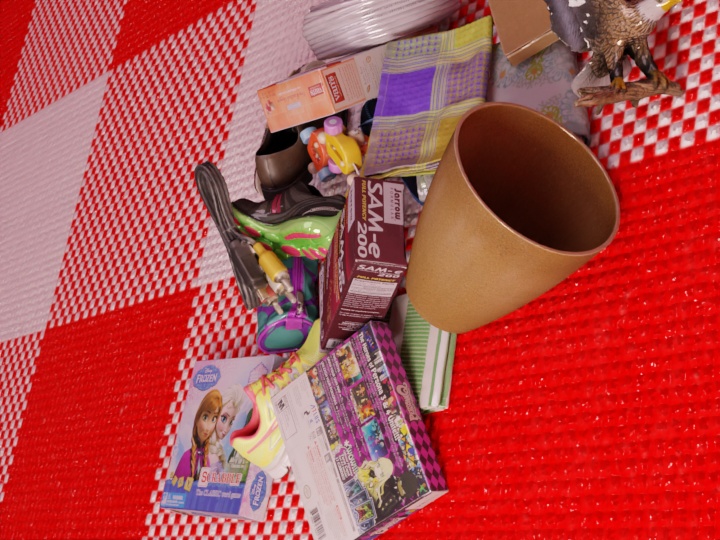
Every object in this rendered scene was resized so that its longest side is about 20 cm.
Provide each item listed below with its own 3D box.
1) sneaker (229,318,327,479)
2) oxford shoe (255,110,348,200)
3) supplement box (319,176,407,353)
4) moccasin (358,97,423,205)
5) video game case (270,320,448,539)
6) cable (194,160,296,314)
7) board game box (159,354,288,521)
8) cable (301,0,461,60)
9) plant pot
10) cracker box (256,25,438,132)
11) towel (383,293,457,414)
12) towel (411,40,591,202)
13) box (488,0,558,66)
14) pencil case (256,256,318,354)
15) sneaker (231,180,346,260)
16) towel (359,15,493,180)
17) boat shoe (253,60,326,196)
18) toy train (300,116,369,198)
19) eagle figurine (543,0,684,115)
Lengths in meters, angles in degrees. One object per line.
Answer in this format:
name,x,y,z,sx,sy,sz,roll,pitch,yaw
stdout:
sneaker,-0.090,0.142,1.623,0.202,0.089,0.078,-65,12,1
oxford shoe,-0.073,-0.179,1.764,0.072,0.085,0.201,0,38,28
supplement box,0.000,0.000,1.511,0.201,0.060,0.110,113,160,-55
moccasin,0.063,-0.155,1.607,0.200,0.080,0.069,50,147,42
video game case,-0.007,0.187,1.493,0.181,0.036,0.202,-39,59,34
cable,-0.140,-0.035,1.641,0.202,0.050,0.097,62,153,17
board game box,-0.169,0.212,1.751,0.199,0.041,0.202,-10,63,52
cable,0.024,-0.312,1.666,0.197,0.070,0.200,-17,11,13
plant pot,0.127,-0.032,1.378,0.201,0.184,0.188,-53,34,42
cracker box,-0.008,-0.231,1.657,0.133,0.199,0.058,-8,105,51
towel,0.038,0.100,1.546,0.199,0.023,0.155,-20,55,50
towel,0.145,-0.169,1.482,0.198,0.048,0.173,-21,53,21
box,0.227,-0.328,1.480,0.198,0.021,0.165,-29,47,21
pencil case,-0.088,0.003,1.721,0.093,0.084,0.202,131,145,-49
sneaker,-0.082,-0.062,1.652,0.198,0.077,0.084,10,53,44
towel,0.073,-0.184,1.495,0.142,0.023,0.202,-6,58,32
boat shoe,-0.096,-0.189,1.861,0.059,0.071,0.202,5,71,61
toy train,-0.006,-0.108,1.650,0.151,0.055,0.202,107,140,-65
eagle figurine,0.254,-0.262,1.334,0.149,0.151,0.203,-12,86,24
